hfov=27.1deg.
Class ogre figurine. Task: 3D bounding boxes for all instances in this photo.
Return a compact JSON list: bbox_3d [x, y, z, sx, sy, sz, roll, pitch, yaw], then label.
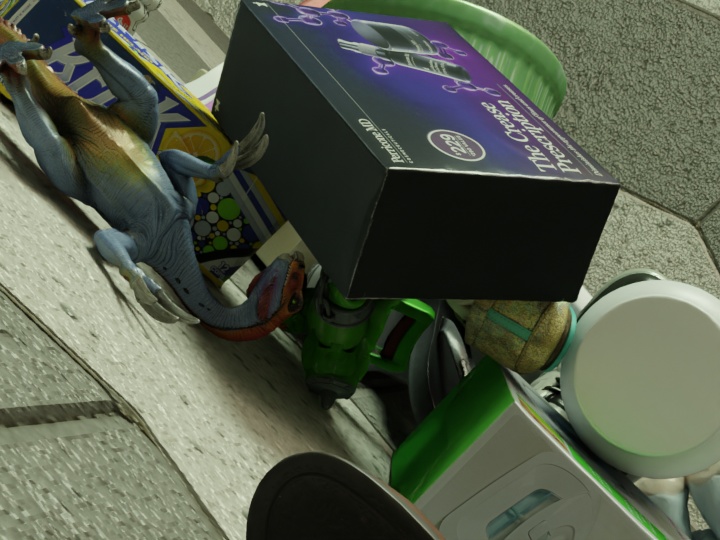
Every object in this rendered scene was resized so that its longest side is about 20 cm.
[{"bbox_3d":[0.000,0.000,0.878,0.098,0.120,0.200,6,27,-17],"label":"ogre figurine"}]

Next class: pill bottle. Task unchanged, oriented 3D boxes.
[{"bbox_3d":[0.170,0.063,0.848,0.109,0.109,0.200,47,6,14],"label":"pill bottle"}]

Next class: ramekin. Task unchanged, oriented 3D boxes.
[{"bbox_3d":[0.046,-0.116,1.114,0.199,0.098,0.200,14,-18,5],"label":"ramekin"}]

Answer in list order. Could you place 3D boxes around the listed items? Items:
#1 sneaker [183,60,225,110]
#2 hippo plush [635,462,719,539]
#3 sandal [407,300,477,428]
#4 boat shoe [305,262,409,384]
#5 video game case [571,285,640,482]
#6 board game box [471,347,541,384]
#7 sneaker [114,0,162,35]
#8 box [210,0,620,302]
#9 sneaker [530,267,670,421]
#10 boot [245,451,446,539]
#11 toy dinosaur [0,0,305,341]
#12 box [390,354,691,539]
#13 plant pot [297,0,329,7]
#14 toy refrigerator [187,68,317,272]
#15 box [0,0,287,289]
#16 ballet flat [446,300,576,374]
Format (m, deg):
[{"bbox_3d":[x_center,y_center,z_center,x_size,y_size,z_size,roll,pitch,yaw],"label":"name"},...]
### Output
[{"bbox_3d":[-0.089,-0.082,1.047,0.114,0.073,0.200,49,29,-4],"label":"sneaker"},{"bbox_3d":[0.254,0.246,1.128,0.159,0.200,0.161,15,30,3],"label":"hippo plush"},{"bbox_3d":[0.064,0.065,1.005,0.200,0.043,0.076,-88,156,-48],"label":"sandal"},{"bbox_3d":[-0.001,0.030,1.056,0.066,0.070,0.200,26,-1,30],"label":"boat shoe"},{"bbox_3d":[0.146,0.079,1.128,0.200,0.023,0.182,50,-31,10],"label":"video game case"},{"bbox_3d":[0.080,0.022,1.114,0.200,0.026,0.200,-15,-72,58],"label":"board game box"},{"bbox_3d":[-0.194,-0.192,0.965,0.067,0.108,0.201,40,7,-43],"label":"sneaker"},{"bbox_3d":[0.022,-0.067,0.801,0.141,0.079,0.200,-1,33,-28],"label":"box"},{"bbox_3d":[0.145,0.088,0.986,0.076,0.200,0.088,35,8,12],"label":"sneaker"},{"bbox_3d":[0.038,0.134,0.544,0.188,0.068,0.200,46,5,2],"label":"boot"},{"bbox_3d":[-0.104,-0.048,0.750,0.200,0.105,0.182,33,-27,52],"label":"toy dinosaur"},{"bbox_3d":[0.107,0.148,0.815,0.176,0.097,0.200,43,4,-1],"label":"box"},{"bbox_3d":[-0.023,-0.139,1.403,0.183,0.200,0.200,49,6,7],"label":"plant pot"},{"bbox_3d":[-0.076,-0.063,1.139,0.076,0.070,0.200,33,11,-51],"label":"toy refrigerator"},{"bbox_3d":[-0.131,-0.085,0.859,0.200,0.070,0.064,43,5,-25],"label":"box"},{"bbox_3d":[0.077,0.011,0.877,0.071,0.071,0.200,45,4,-9],"label":"ballet flat"}]
